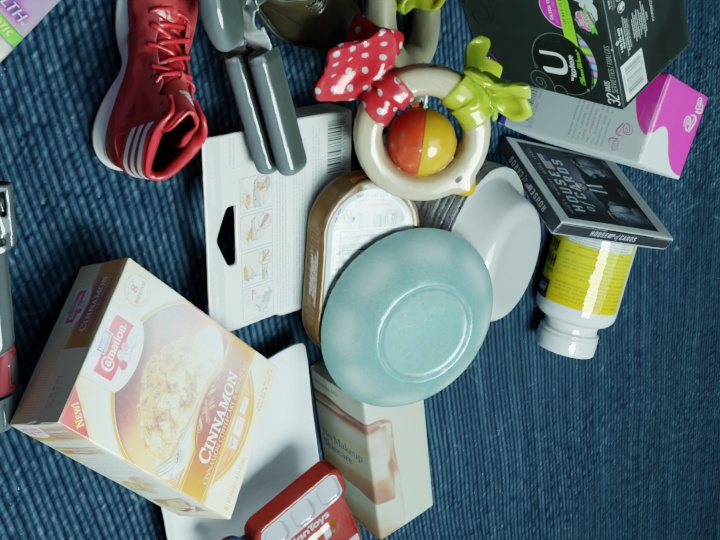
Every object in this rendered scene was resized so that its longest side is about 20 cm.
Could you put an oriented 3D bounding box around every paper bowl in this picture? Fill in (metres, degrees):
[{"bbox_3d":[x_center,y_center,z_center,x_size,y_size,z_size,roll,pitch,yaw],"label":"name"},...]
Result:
[{"bbox_3d":[0.131,-0.023,1.104,0.200,0.104,0.202,-35,136,-43],"label":"paper bowl"}]

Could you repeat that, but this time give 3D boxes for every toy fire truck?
[{"bbox_3d":[-0.088,0.313,1.057,0.200,0.112,0.168,-35,132,-19],"label":"toy fire truck"}]

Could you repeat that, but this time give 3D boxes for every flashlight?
[{"bbox_3d":[-0.308,0.029,0.771,0.068,0.068,0.201,-21,118,-48],"label":"flashlight"}]

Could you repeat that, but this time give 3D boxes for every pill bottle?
[{"bbox_3d":[0.299,0.011,1.303,0.111,0.111,0.201,1,107,-44],"label":"pill bottle"}]

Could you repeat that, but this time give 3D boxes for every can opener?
[{"bbox_3d":[-0.098,-0.169,0.831,0.066,0.052,0.201,-46,132,-38],"label":"can opener"}]

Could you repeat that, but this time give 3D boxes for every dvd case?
[{"bbox_3d":[0.275,-0.093,1.193,0.199,0.151,0.025,6,133,-36],"label":"dvd case"}]

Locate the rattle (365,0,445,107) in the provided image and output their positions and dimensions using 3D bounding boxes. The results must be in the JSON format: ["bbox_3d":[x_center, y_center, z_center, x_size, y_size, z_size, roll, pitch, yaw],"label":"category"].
[{"bbox_3d":[0.086,-0.222,0.972,0.130,0.142,0.201,-58,143,-64],"label":"rattle"}]

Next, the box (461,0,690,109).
[{"bbox_3d":[0.221,-0.281,1.032,0.124,0.200,0.149,-42,133,-20],"label":"box"}]

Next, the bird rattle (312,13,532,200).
[{"bbox_3d":[0.054,-0.142,0.900,0.199,0.113,0.164,0,112,-14],"label":"bird rattle"}]

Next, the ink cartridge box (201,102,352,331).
[{"bbox_3d":[-0.088,-0.052,0.954,0.176,0.045,0.201,-17,119,-37],"label":"ink cartridge box"}]

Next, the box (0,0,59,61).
[{"bbox_3d":[-0.332,-0.180,0.626,0.200,0.096,0.176,-51,135,-13],"label":"box"}]

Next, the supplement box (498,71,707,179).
[{"bbox_3d":[0.278,-0.185,1.130,0.103,0.200,0.102,11,101,-45],"label":"supplement box"}]

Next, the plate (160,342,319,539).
[{"bbox_3d":[-0.134,0.193,1.031,0.199,0.032,0.201,-26,126,-34],"label":"plate"}]

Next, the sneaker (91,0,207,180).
[{"bbox_3d":[-0.149,-0.167,0.792,0.078,0.115,0.201,1,108,-43],"label":"sneaker"}]

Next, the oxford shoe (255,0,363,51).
[{"bbox_3d":[-0.052,-0.245,0.872,0.200,0.084,0.073,18,91,-50],"label":"oxford shoe"}]

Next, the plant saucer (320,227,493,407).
[{"bbox_3d":[0.058,0.057,0.990,0.200,0.039,0.202,-10,115,-22],"label":"plant saucer"}]

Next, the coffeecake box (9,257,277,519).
[{"bbox_3d":[-0.181,0.108,0.859,0.200,0.073,0.154,42,53,-38],"label":"coffeecake box"}]

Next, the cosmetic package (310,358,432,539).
[{"bbox_3d":[0.014,0.192,1.122,0.087,0.103,0.201,-26,123,-31],"label":"cosmetic package"}]

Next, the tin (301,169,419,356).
[{"bbox_3d":[0.000,0.000,0.983,0.111,0.042,0.201,-4,112,-20],"label":"tin"}]

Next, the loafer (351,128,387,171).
[{"bbox_3d":[0.015,-0.051,1.033,0.068,0.070,0.202,-10,115,-41],"label":"loafer"}]
